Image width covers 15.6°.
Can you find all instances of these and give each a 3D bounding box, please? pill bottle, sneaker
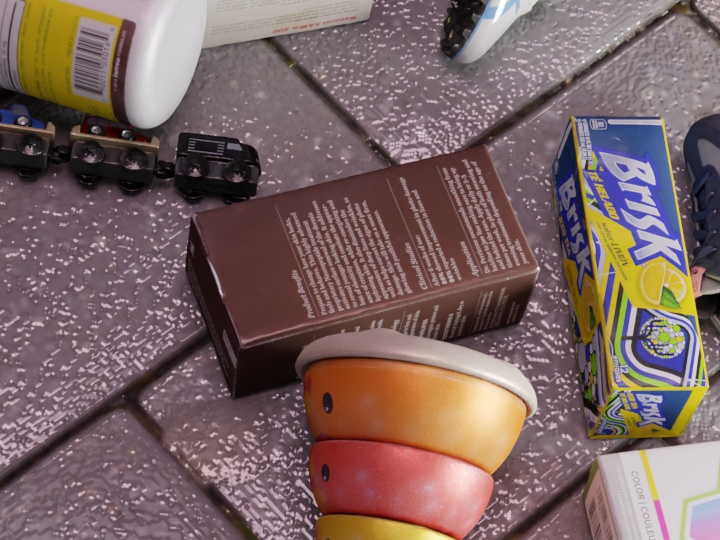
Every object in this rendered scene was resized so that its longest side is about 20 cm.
[{"bbox_3d":[-0.206,-0.167,1.681,0.199,0.109,0.110,17,58,12],"label":"pill bottle"},{"bbox_3d":[0.236,-0.012,1.676,0.082,0.070,0.201,-12,60,-18],"label":"sneaker"},{"bbox_3d":[0.124,-0.212,1.788,0.072,0.072,0.200,41,66,-13],"label":"sneaker"}]

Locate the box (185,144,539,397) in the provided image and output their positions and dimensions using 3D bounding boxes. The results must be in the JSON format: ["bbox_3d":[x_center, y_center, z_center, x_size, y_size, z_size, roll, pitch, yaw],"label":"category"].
[{"bbox_3d":[0.000,0.000,1.637,0.199,0.075,0.100,-13,62,-17],"label":"box"}]

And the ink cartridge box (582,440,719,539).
[{"bbox_3d":[0.242,0.158,1.580,0.199,0.059,0.104,-5,60,-11],"label":"ink cartridge box"}]

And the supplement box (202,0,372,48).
[{"bbox_3d":[-0.048,-0.234,1.696,0.125,0.200,0.074,-10,64,-15],"label":"supplement box"}]

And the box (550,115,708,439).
[{"bbox_3d":[0.168,0.002,1.658,0.064,0.070,0.201,0,59,-10],"label":"box"}]

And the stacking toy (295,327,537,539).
[{"bbox_3d":[0.019,0.145,1.534,0.145,0.146,0.201,11,73,-1],"label":"stacking toy"}]

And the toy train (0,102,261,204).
[{"bbox_3d":[-0.162,-0.078,1.684,0.199,0.034,0.046,7,55,-4],"label":"toy train"}]
